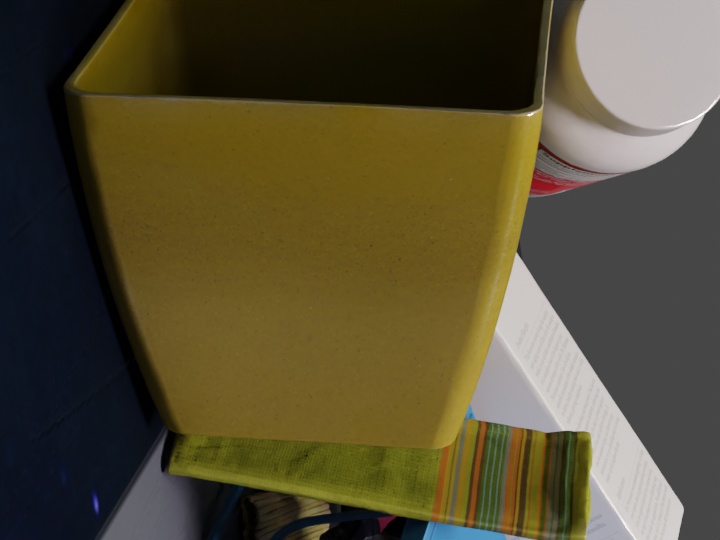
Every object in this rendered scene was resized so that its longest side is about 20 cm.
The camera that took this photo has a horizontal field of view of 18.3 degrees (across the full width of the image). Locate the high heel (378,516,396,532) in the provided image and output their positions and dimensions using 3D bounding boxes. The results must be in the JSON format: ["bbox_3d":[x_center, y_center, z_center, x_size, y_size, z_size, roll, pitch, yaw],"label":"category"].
[{"bbox_3d":[-0.016,0.108,1.325,0.096,0.067,0.200,-36,120,-45],"label":"high heel"}]

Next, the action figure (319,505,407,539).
[{"bbox_3d":[0.011,0.095,1.259,0.069,0.130,0.200,15,-61,54],"label":"action figure"}]

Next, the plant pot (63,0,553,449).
[{"bbox_3d":[-0.016,-0.027,1.036,0.200,0.200,0.177,-74,166,-67],"label":"plant pot"}]

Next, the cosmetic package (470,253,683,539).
[{"bbox_3d":[0.090,0.085,1.208,0.200,0.071,0.101,57,21,-8],"label":"cosmetic package"}]

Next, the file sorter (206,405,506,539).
[{"bbox_3d":[0.011,0.194,1.138,0.139,0.123,0.200,-63,141,-61],"label":"file sorter"}]

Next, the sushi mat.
[{"bbox_3d":[-0.037,0.168,1.265,0.200,0.012,0.096,9,76,-80],"label":"sushi mat"}]

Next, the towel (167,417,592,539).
[{"bbox_3d":[0.012,0.087,1.070,0.086,0.200,0.018,-80,180,-63],"label":"towel"}]

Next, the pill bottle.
[{"bbox_3d":[0.117,-0.102,1.172,0.200,0.112,0.112,164,-80,-74],"label":"pill bottle"}]
